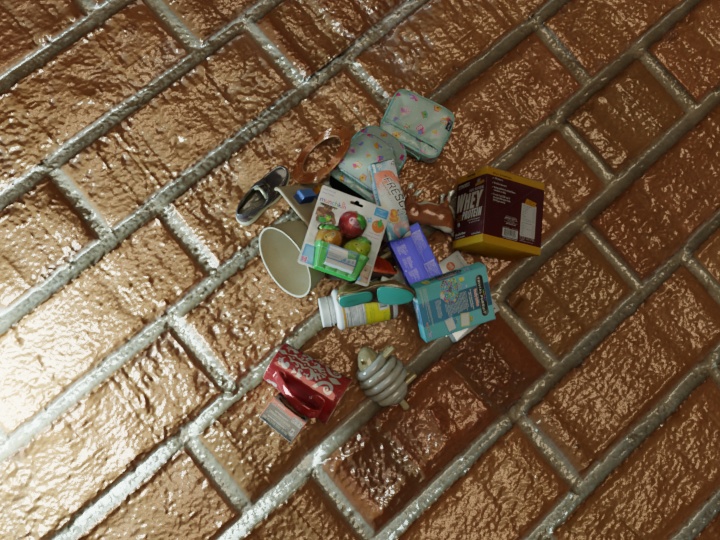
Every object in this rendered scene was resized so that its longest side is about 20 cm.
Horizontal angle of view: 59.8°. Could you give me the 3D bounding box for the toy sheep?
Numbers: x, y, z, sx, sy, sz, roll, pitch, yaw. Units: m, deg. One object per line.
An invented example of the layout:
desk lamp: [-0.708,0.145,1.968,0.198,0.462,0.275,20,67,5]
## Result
toy sheep: [0.065,0.280,1.620,0.138,0.138,0.200,-40,93,-9]

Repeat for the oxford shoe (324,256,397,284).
oxford shoe: [0.000,0.000,1.624,0.199,0.071,0.073,8,123,-24]

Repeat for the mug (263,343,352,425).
mug: [-0.138,0.280,1.583,0.199,0.178,0.134,32,82,5]

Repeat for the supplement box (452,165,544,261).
supplement box: [0.370,-0.148,1.677,0.196,0.133,0.202,11,79,-25]

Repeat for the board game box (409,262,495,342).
board game box: [0.239,0.081,1.622,0.199,0.047,0.152,-17,107,-11]

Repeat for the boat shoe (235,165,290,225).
boat shoe: [-0.265,-0.208,1.700,0.072,0.065,0.200,41,79,4]

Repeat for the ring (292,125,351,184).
ring: [-0.108,-0.315,1.680,0.019,0.200,0.201,44,78,-35]

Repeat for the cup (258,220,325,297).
cup: [-0.148,-0.052,1.637,0.143,0.200,0.201,-35,84,-34]

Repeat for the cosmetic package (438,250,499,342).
cosmetic package: [0.259,0.070,1.707,0.150,0.052,0.201,-35,85,-11]

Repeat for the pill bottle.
pill bottle: [-0.007,0.092,1.651,0.198,0.109,0.110,-11,82,-6]

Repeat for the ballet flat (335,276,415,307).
ballet flat: [0.036,0.050,1.584,0.198,0.068,0.073,-7,39,0]

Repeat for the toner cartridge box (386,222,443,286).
toner cartridge box: [0.151,-0.016,1.652,0.095,0.043,0.201,-26,92,-9]

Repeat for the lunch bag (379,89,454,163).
lunch bag: [0.159,-0.401,1.759,0.199,0.077,0.161,27,80,0]

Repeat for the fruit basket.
fruit basket: [-0.036,-0.083,1.511,0.184,0.094,0.201,20,87,-11]

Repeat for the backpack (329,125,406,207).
backpack: [0.027,-0.290,1.697,0.175,0.153,0.201,33,71,4]

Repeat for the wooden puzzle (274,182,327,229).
wooden puzzle: [-0.103,-0.168,1.642,0.200,0.185,0.046,47,121,16]

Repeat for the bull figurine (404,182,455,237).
bull figurine: [0.203,-0.165,1.733,0.198,0.065,0.122,11,76,-5]

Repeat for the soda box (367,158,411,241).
soda box: [0.072,-0.176,1.586,0.063,0.068,0.201,-15,94,-7]

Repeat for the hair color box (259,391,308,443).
hair color box: [-0.184,0.358,1.547,0.101,0.200,0.061,38,84,2]

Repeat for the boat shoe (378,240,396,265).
boat shoe: [0.068,-0.050,1.709,0.200,0.072,0.072,-39,56,-2]
